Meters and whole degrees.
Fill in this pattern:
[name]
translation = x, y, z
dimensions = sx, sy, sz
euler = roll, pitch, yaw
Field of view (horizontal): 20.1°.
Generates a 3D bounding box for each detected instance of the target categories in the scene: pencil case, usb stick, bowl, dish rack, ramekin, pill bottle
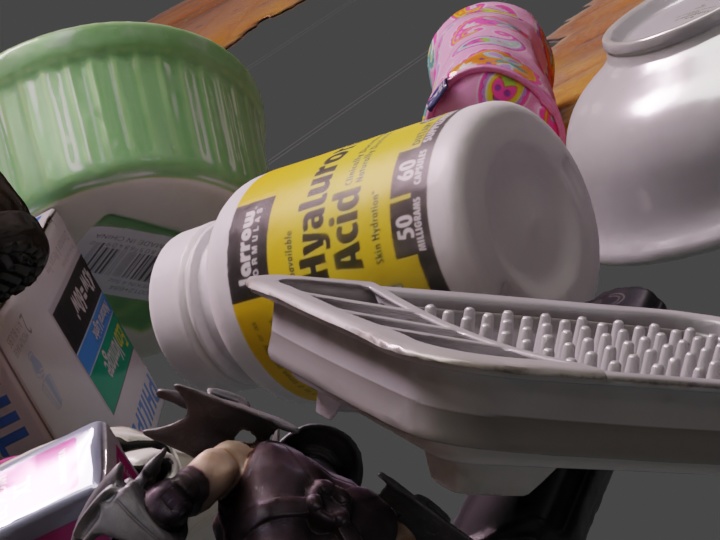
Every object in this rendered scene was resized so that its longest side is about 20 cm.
[pencil case]
translation = 0.075, -0.101, 1.197
dimensions = 0.087, 0.088, 0.200
euler = -24, 16, 12
[usb stick]
translation = 0.074, 0.061, 0.744
dimensions = 0.055, 0.033, 0.200
euler = -27, 13, 28
[bowl]
translation = 0.175, -0.090, 0.966
dimensions = 0.200, 0.091, 0.201
euler = -25, 15, 7
[dish rack]
translation = 0.074, 0.038, 0.641
dimensions = 0.198, 0.044, 0.171
euler = 4, 5, -22
[ramekin]
translation = -0.140, -0.035, 1.138
dimensions = 0.199, 0.200, 0.098
euler = -25, 55, 10
[pill bottle]
translation = 0.000, 0.000, 0.927
dimensions = 0.199, 0.112, 0.111
euler = -16, 18, 39

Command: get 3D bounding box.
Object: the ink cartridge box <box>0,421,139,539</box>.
[ink cartridge box]
translation = -0.144, 0.141, 0.680
dimensions = 0.199, 0.120, 0.042
euler = -24, 34, 9

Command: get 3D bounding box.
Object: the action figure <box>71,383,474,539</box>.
[action figure]
translation = -0.026, 0.108, 0.593
dimensions = 0.201, 0.129, 0.070
euler = -82, 13, -57

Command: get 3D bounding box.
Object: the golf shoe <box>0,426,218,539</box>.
[golf shoe]
translation = -0.092, 0.096, 0.770
dimensions = 0.092, 0.073, 0.200
euler = -25, -7, 27

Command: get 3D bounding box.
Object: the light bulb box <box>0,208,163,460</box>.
[light bulb box]
translation = -0.217, 0.088, 0.983
dimensions = 0.199, 0.126, 0.198
euler = -26, 15, 8

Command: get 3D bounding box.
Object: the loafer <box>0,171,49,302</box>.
[loafer]
translation = -0.233, 0.003, 0.877
dimensions = 0.198, 0.072, 0.073
euler = -21, -24, -2
